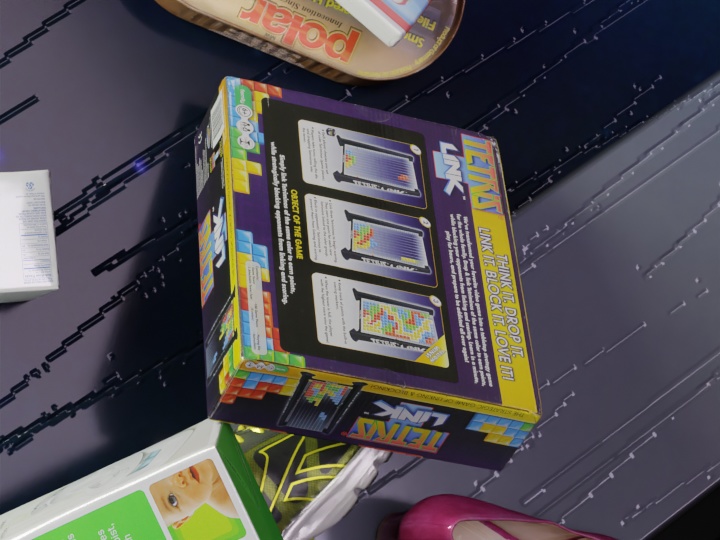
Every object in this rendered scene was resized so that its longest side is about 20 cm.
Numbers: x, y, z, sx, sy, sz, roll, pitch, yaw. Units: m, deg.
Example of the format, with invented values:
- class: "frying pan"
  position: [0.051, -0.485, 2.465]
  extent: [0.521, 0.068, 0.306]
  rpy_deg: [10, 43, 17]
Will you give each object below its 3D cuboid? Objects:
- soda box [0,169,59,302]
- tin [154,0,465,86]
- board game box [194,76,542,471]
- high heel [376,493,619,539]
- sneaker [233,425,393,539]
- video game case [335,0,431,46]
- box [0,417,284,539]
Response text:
- class: "soda box"
  position: [-0.257, -0.011, 1.164]
  extent: [0.199, 0.068, 0.064]
  rpy_deg: [-3, 85, -21]
- class: "tin"
  position: [-0.037, -0.173, 1.282]
  extent: [0.200, 0.042, 0.112]
  rpy_deg: [22, 73, -18]
- class: "board game box"
  position: [0.000, 0.000, 1.216]
  extent: [0.165, 0.057, 0.200]
  rpy_deg: [13, 46, -20]
- class: "high heel"
  position: [0.112, 0.165, 1.268]
  extent: [0.200, 0.096, 0.068]
  rpy_deg: [23, 76, -17]
- class: "sneaker"
  position: [-0.045, 0.104, 1.228]
  extent: [0.085, 0.074, 0.200]
  rpy_deg: [37, 73, -12]
- class: "video game case"
  position: [0.015, -0.236, 1.286]
  extent: [0.143, 0.017, 0.200]
  rpy_deg: [40, 57, -7]
- class: "box"
  position: [-0.107, 0.201, 1.151]
  extent: [0.176, 0.097, 0.200]
  rpy_deg: [-24, 96, 1]
